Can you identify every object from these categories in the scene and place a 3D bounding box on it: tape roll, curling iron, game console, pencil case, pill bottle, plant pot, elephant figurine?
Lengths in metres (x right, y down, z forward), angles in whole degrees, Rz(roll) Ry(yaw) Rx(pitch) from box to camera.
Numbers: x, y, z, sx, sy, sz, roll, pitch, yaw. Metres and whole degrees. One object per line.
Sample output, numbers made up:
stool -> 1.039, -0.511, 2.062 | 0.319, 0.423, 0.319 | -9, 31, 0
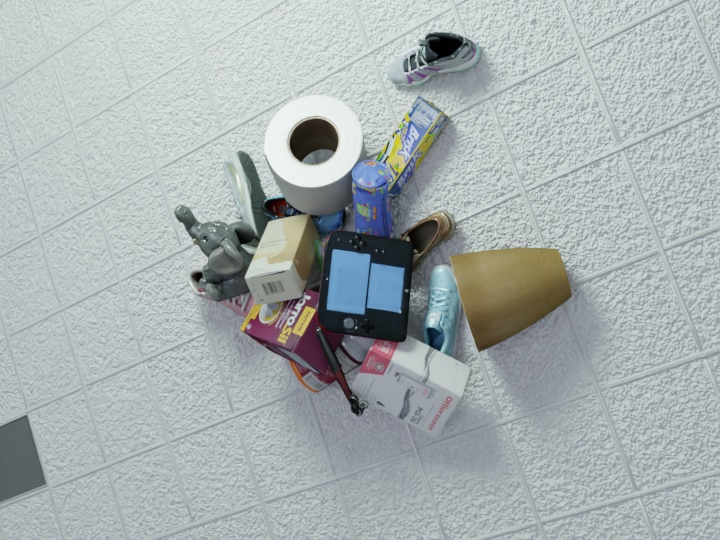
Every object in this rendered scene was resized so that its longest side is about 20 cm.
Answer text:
tape roll -> -0.086, -0.232, 1.705 | 0.199, 0.139, 0.206 | -2, 71, 5
curling iron -> -0.037, 0.195, 1.622 | 0.049, 0.025, 0.202 | -7, 113, 49
game console -> 0.010, 0.029, 1.596 | 0.174, 0.031, 0.204 | 7, 73, -2
pencil case -> 0.027, -0.119, 1.669 | 0.086, 0.078, 0.202 | 30, 144, 30
pill bottle -> -0.051, 0.161, 1.744 | 0.199, 0.114, 0.115 | -35, 77, 19
plant pot -> 0.287, 0.036, 1.574 | 0.197, 0.186, 0.190 | -17, 84, 9
elephant figurine -> -0.281, -0.042, 1.729 | 0.142, 0.153, 0.202 | 49, 150, 37

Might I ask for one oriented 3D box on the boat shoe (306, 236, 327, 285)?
boat shoe -> -0.143, 0.001, 1.798 | 0.201, 0.086, 0.075 | -38, 76, 20

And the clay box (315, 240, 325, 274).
clay box -> 0.000, 0.000, 1.715 | 0.198, 0.048, 0.116 | 27, 146, 25

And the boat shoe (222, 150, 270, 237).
boat shoe -> -0.254, -0.162, 1.857 | 0.064, 0.074, 0.205 | -25, 76, 28

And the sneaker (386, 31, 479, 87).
sneaker -> 0.125, -0.424, 1.647 | 0.197, 0.139, 0.079 | -15, 85, 22

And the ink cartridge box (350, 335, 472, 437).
ink cartridge box -> 0.098, 0.214, 1.637 | 0.198, 0.083, 0.148 | 27, 133, 3

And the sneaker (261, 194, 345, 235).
sneaker -> -0.125, -0.119, 1.787 | 0.197, 0.090, 0.080 | 7, 93, 23

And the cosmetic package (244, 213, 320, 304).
cosmetic package -> -0.154, -0.026, 1.699 | 0.103, 0.201, 0.072 | -11, 123, 16

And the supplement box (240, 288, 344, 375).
supplement box -> -0.130, 0.109, 1.690 | 0.198, 0.103, 0.132 | 14, 70, 49

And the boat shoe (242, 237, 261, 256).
boat shoe -> -0.249, -0.044, 1.858 | 0.198, 0.064, 0.071 | 19, 138, 30

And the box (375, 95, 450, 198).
box -> 0.094, -0.247, 1.701 | 0.064, 0.070, 0.201 | 40, 105, 19

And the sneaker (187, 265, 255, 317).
sneaker -> -0.299, 0.049, 1.859 | 0.198, 0.104, 0.076 | 29, 99, 20

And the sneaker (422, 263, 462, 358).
sneaker -> 0.160, 0.089, 1.667 | 0.073, 0.082, 0.204 | -2, 90, 22

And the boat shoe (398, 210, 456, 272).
boat shoe -> 0.103, -0.049, 1.691 | 0.200, 0.071, 0.076 | -46, 73, 26
